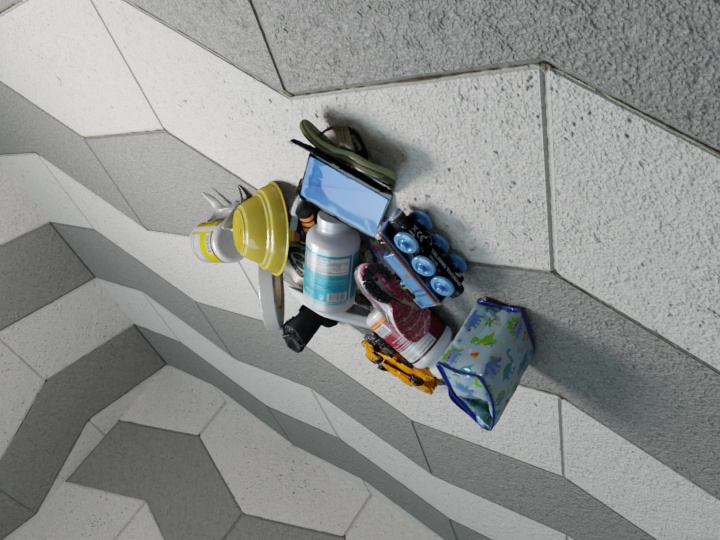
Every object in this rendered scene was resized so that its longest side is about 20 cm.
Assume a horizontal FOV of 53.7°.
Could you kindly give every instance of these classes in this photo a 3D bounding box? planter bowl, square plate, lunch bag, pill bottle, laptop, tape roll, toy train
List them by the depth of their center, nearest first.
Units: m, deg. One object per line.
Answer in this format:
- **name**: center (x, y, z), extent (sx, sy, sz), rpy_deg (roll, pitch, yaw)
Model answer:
- **laptop**: center (-0.043, -0.138, 1.256), extent (0.176, 0.104, 0.200), rpy_deg (29, -171, 8)
- **toy train**: center (0.104, -0.022, 1.279), extent (0.200, 0.087, 0.114), rpy_deg (48, 144, -19)
- **lunch bag**: center (0.247, 0.181, 1.337), extent (0.127, 0.171, 0.201), rpy_deg (15, 148, 42)
- **pill bottle**: center (-0.058, -0.022, 1.435), extent (0.110, 0.110, 0.202), rpy_deg (25, 125, 28)
- **pill bottle**: center (0.118, 0.132, 1.505), extent (0.200, 0.113, 0.113), rpy_deg (41, 156, -4)
- **planter bowl**: center (-0.222, -0.086, 1.516), extent (0.200, 0.083, 0.203), rpy_deg (175, 90, -65)
- **square plate**: center (-0.046, 0.089, 1.608), extent (0.198, 0.029, 0.198), rpy_deg (17, -177, -31)
- **tape roll**: center (-0.218, 0.044, 1.752), extent (0.037, 0.205, 0.204), rpy_deg (-4, 148, 1)
- **pill bottle**: center (-0.375, -0.075, 1.857), extent (0.199, 0.110, 0.110), rpy_deg (2, 137, 54)

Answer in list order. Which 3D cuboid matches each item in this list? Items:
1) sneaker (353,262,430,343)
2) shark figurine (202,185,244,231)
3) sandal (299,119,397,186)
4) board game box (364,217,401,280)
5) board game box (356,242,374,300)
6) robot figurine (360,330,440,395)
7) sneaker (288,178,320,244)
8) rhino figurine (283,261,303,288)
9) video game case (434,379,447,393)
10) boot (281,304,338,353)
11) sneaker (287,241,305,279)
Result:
- **sneaker**: center (0.066, 0.058, 1.412), extent (0.201, 0.081, 0.075), rpy_deg (51, 166, -17)
- **shark figurine**: center (-0.295, -0.158, 1.675), extent (0.214, 0.127, 0.090), rpy_deg (31, 136, 61)
- **sandal**: center (-0.015, -0.205, 1.187), extent (0.200, 0.058, 0.080), rpy_deg (31, -169, 20)
- **board game box**: center (0.078, -0.018, 1.391), extent (0.199, 0.039, 0.158), rpy_deg (36, 156, 7)
- **board game box**: center (0.000, 0.000, 1.550), extent (0.104, 0.023, 0.201), rpy_deg (26, 153, 34)
- **robot figurine**: center (0.091, 0.208, 1.652), extent (0.199, 0.058, 0.146), rpy_deg (29, 152, 19)
- **sneaker**: center (-0.097, -0.117, 1.462), extent (0.089, 0.071, 0.201), rpy_deg (16, 150, -2)
- **rhino figurine**: center (-0.161, -0.028, 1.659), extent (0.199, 0.088, 0.060), rpy_deg (36, 155, 8)
- **video game case**: center (0.163, 0.208, 1.665), extent (0.200, 0.036, 0.181), rpy_deg (45, 154, -12)
- **boot**: center (-0.127, 0.136, 1.794), extent (0.076, 0.169, 0.201), rpy_deg (31, 155, 16)
- **sneaker**: center (-0.121, -0.047, 1.577), extent (0.199, 0.088, 0.077), rpy_deg (37, 134, 27)
